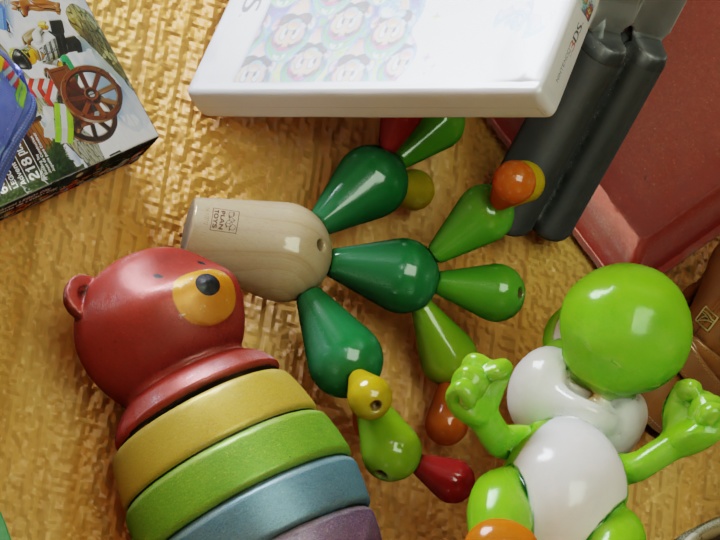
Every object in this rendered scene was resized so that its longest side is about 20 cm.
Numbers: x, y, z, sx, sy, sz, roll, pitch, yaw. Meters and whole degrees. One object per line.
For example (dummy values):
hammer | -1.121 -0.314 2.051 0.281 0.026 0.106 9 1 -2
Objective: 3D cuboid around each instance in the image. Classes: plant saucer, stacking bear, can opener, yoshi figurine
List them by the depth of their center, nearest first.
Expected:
yoshi figurine | 0.100 0.068 1.220 0.113 0.112 0.200 58 28 -29
stacking bear | -0.061 0.080 1.232 0.121 0.114 0.200 -18 73 -36
can opener | 0.114 -0.111 1.353 0.053 0.200 0.067 6 34 -37
plant saucer | 0.149 -0.121 1.374 0.200 0.199 0.037 52 28 0

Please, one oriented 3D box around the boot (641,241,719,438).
boot | 0.198 0.028 1.383 0.155 0.200 0.074 -46 64 3

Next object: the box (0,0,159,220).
box | -0.200 -0.117 1.279 0.136 0.038 0.200 -27 84 -30

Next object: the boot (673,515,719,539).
boot | 0.108 0.178 1.248 0.200 0.155 0.072 -33 87 -30

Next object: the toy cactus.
toy cactus | 0.000 0.000 1.300 0.164 0.102 0.201 12 76 -10

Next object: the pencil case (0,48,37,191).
pencil case | -0.193 -0.008 1.167 0.087 0.078 0.201 8 62 11

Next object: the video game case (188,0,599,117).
video game case | 0.032 -0.150 1.322 0.024 0.199 0.182 52 51 -44

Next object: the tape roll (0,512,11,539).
tape roll | -0.243 0.143 1.160 0.200 0.048 0.201 9 68 -23
